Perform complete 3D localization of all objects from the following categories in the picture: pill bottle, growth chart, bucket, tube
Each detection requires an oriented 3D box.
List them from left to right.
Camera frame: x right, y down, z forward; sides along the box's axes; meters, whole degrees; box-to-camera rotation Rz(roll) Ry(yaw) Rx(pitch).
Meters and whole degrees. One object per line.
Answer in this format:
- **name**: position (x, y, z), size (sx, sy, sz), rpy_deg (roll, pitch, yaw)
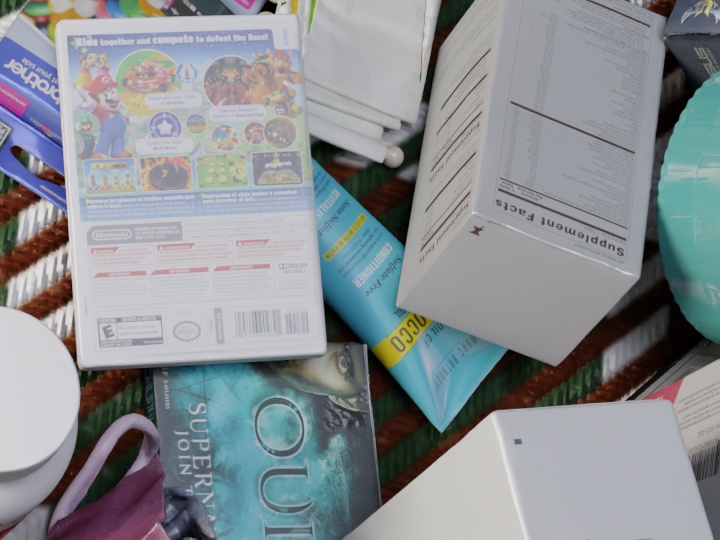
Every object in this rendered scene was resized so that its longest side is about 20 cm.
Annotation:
- **pill bottle**: position (-0.211, 0.087, 1.439), size (0.112, 0.200, 0.113), rpy_deg (7, 70, -20)
- **growth chart**: position (-0.004, -0.163, 1.691), size (0.144, 0.018, 0.201), rpy_deg (30, 63, -30)
- **tube**: position (0.000, 0.000, 1.646), size (0.200, 0.050, 0.077), rpy_deg (45, 68, -7)
- **bucket**: position (0.279, -0.035, 1.616), size (0.207, 0.134, 0.208), rpy_deg (-8, 101, -42)

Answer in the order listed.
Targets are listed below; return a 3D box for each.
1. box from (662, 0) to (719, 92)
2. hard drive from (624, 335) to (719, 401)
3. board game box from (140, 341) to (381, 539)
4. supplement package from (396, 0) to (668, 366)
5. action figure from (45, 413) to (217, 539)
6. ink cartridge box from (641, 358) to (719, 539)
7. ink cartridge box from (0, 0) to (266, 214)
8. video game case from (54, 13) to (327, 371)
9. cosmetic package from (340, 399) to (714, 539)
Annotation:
- **box**: position (0.273, -0.142, 1.743), size (0.200, 0.051, 0.158), rpy_deg (51, 53, -40)
- **hard drive**: position (0.188, 0.146, 1.674), size (0.200, 0.038, 0.140), rpy_deg (-37, 88, -27)
- **board game box**: position (-0.052, 0.139, 1.583), size (0.135, 0.028, 0.201), rpy_deg (1, 72, -21)
- **supplement package**: position (0.102, -0.065, 1.649), size (0.113, 0.110, 0.201), rpy_deg (21, 53, -14)
- **action figure**: position (-0.172, 0.172, 1.471), size (0.199, 0.134, 0.149), rpy_deg (-29, 62, -4)
- **ink cartridge box**: position (0.207, 0.163, 1.572), size (0.084, 0.145, 0.201), rpy_deg (16, 69, -17)
- **ink cartridge box**: position (-0.143, -0.129, 1.634), size (0.119, 0.042, 0.200), rpy_deg (34, 65, -8)
- **video game case**: position (-0.097, -0.046, 1.587), size (0.143, 0.018, 0.201), rpy_deg (-3, 81, -13)
- **cosmetic package**: position (0.098, 0.201, 1.488), size (0.122, 0.200, 0.200), rpy_deg (-2, 66, -31)
